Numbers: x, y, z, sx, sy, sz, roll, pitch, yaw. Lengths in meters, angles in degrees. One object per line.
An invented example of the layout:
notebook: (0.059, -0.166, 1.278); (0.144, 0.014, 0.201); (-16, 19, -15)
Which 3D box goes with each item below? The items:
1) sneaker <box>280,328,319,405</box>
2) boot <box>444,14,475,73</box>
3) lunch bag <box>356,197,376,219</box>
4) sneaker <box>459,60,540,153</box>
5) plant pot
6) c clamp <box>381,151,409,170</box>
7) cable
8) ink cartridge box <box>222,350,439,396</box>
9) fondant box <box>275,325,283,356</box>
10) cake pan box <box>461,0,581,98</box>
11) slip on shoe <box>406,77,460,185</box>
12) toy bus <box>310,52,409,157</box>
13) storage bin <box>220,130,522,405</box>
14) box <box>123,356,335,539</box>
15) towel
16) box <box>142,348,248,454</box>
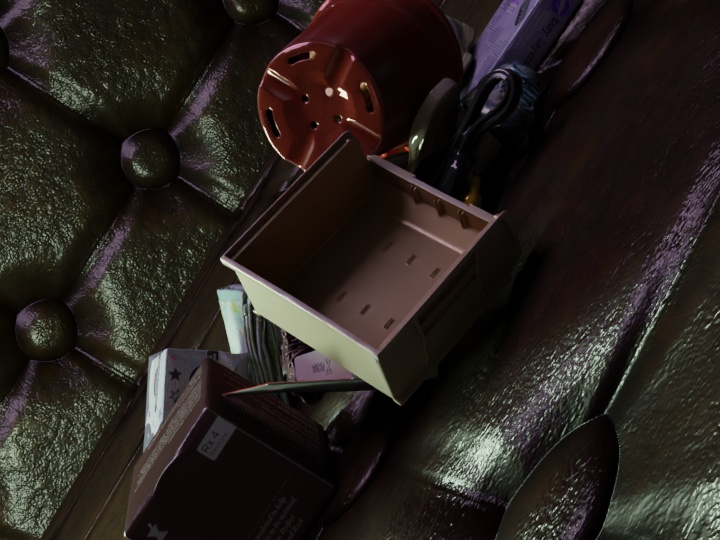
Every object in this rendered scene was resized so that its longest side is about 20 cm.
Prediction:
sneaker: (-0.065, 0.075, 1.757); (0.116, 0.075, 0.201); (-101, 2, -57)
boot: (0.065, -0.294, 1.837); (0.072, 0.154, 0.200); (-52, 12, 29)
lunch bag: (0.023, -0.007, 1.567); (0.200, 0.081, 0.178); (-156, 53, -77)
sneaker: (0.162, -0.194, 1.619); (0.086, 0.077, 0.200); (-49, 15, 8)
plant pot: (-0.009, -0.204, 1.613); (0.201, 0.200, 0.195); (-51, -3, 30)
c clamp: (0.045, -0.101, 1.801); (0.170, 0.027, 0.200); (-14, -25, -41)
cable: (0.115, -0.129, 1.552); (0.097, 0.050, 0.201); (40, 115, 42)
ink cartridge box: (-0.035, 0.098, 1.463); (0.200, 0.172, 0.044); (156, 113, -70)
fondant box: (-0.042, 0.031, 1.932); (0.201, 0.058, 0.144); (-60, 12, -7)
cake pan box: (0.185, -0.280, 1.806); (0.185, 0.052, 0.200); (-55, 12, 8)
slip on shoe: (0.088, -0.123, 1.622); (0.076, 0.060, 0.201); (-40, -26, -45)
toy bus: (0.020, -0.188, 1.833); (0.136, 0.200, 0.192); (-43, 48, 0)
storage bin: (0.016, -0.010, 1.355); (0.199, 0.199, 0.094); (-47, -36, -20)
box: (-0.143, 0.225, 1.582); (0.167, 0.164, 0.200); (-55, 12, 8)
towel: (-0.146, 0.106, 1.954); (0.200, 0.048, 0.173); (-172, 72, -76)
box: (-0.216, 0.206, 1.877); (0.132, 0.114, 0.202); (156, 116, -71)
